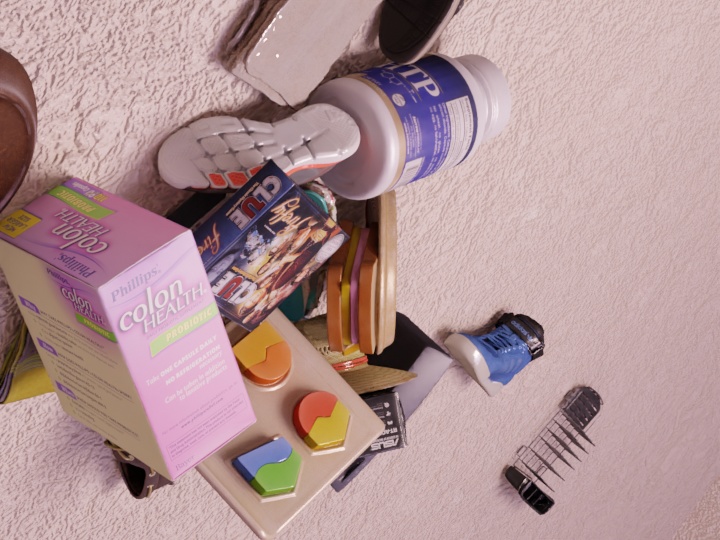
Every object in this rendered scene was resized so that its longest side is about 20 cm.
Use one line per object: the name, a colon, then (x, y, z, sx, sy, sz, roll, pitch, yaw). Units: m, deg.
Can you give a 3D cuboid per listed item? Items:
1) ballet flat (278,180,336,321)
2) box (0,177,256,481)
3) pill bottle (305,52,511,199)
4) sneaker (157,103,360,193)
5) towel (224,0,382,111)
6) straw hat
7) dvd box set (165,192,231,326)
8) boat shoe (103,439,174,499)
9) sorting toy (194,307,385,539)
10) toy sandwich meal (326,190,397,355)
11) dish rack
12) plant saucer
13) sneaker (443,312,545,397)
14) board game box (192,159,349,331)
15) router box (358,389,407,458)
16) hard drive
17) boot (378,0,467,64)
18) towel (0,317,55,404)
ballet flat: (-0.061, -0.032, 1.799, 0.200, 0.076, 0.064, 105, 5, -46)
box: (-0.199, 0.046, 1.488, 0.097, 0.176, 0.200, -35, 126, -26)
pill bottle: (0.052, -0.150, 1.746, 0.200, 0.120, 0.120, -23, 142, -43)
sneaker: (-0.096, -0.094, 1.630, 0.200, 0.077, 0.082, -10, 155, -28)
towel: (-0.036, -0.241, 1.596, 0.200, 0.034, 0.133, -51, 155, 4)
straw hat: (-0.044, 0.091, 1.922, 0.201, 0.201, 0.085, -11, 91, -51)
dvd box set: (-0.166, 0.016, 1.721, 0.146, 0.029, 0.200, -42, 152, -14)
boat shoe: (-0.223, 0.172, 1.788, 0.060, 0.072, 0.200, -43, 158, -19)
sorting toy: (-0.090, 0.139, 1.735, 0.200, 0.185, 0.036, -41, 177, -37)
toy sandwich meal: (0.000, 0.000, 1.842, 0.070, 0.205, 0.205, 1, 140, -1)
dish rack: (0.308, 0.271, 2.720, 0.200, 0.055, 0.153, -49, 154, -3)
plant saucer: (-0.323, -0.082, 1.365, 0.200, 0.034, 0.200, -35, 148, -25)
sneaker: (0.178, 0.092, 2.276, 0.111, 0.077, 0.200, -43, 157, -1)
board game box: (-0.092, -0.019, 1.628, 0.135, 0.035, 0.200, -43, 161, 2)
router box: (-0.065, 0.172, 1.869, 0.200, 0.062, 0.150, -11, -178, -13)
hard drive: (0.004, 0.143, 2.032, 0.200, 0.135, 0.042, -49, 127, 1)
boot: (0.109, -0.284, 1.722, 0.151, 0.073, 0.200, 1, 118, -57)
towel: (-0.238, 0.062, 1.634, 0.200, 0.023, 0.144, -8, 139, -40)
